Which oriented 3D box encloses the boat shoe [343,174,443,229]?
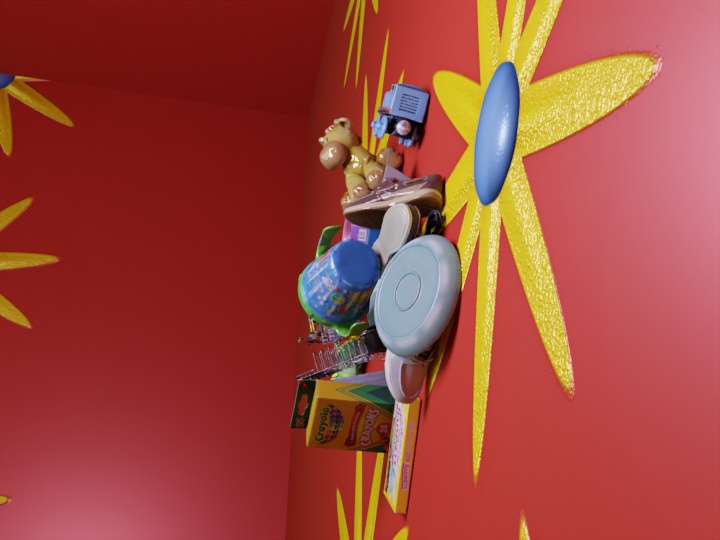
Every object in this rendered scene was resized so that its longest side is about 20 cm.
[{"bbox_3d":[0.059,-0.126,1.565,0.198,0.072,0.073,-13,54,37],"label":"boat shoe"}]

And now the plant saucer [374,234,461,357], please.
[{"bbox_3d":[0.082,0.036,1.416,0.199,0.027,0.203,-31,49,43],"label":"plant saucer"}]

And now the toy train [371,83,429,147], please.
[{"bbox_3d":[0.079,-0.312,1.782,0.200,0.085,0.116,-118,44,-78],"label":"toy train"}]

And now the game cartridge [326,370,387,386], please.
[{"bbox_3d":[-0.006,0.226,1.767,0.200,0.131,0.042,134,131,-77],"label":"game cartridge"}]

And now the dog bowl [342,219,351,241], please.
[{"bbox_3d":[0.002,-0.074,2.110,0.200,0.073,0.204,-174,90,-81],"label":"dog bowl"}]

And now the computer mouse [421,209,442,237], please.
[{"bbox_3d":[0.111,-0.054,1.571,0.200,0.034,0.060,131,137,-65],"label":"computer mouse"}]

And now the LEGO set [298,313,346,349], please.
[{"bbox_3d":[-0.043,0.124,2.033,0.199,0.152,0.118,-28,70,57],"label":"LEGO set"}]

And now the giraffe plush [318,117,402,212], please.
[{"bbox_3d":[-0.017,-0.243,1.922,0.172,0.162,0.201,-41,15,30],"label":"giraffe plush"}]

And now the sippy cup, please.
[{"bbox_3d":[-0.029,0.015,1.582,0.140,0.178,0.130,-45,-2,-34],"label":"sippy cup"}]

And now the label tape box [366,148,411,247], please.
[{"bbox_3d":[0.060,-0.110,1.726,0.145,0.062,0.202,97,-173,-54],"label":"label tape box"}]

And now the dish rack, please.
[{"bbox_3d":[-0.025,0.160,1.683,0.153,0.198,0.055,10,-122,-67],"label":"dish rack"}]

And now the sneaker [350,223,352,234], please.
[{"bbox_3d":[-0.006,-0.053,1.950,0.202,0.070,0.099,-66,-18,2],"label":"sneaker"}]

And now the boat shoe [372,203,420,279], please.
[{"bbox_3d":[0.070,-0.053,1.545,0.202,0.060,0.073,118,140,-57],"label":"boat shoe"}]

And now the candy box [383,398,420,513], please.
[{"bbox_3d":[0.072,0.310,1.567,0.102,0.026,0.203,-151,67,-77],"label":"candy box"}]

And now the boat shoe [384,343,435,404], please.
[{"bbox_3d":[0.087,0.121,1.454,0.071,0.069,0.204,-168,82,-66],"label":"boat shoe"}]

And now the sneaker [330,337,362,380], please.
[{"bbox_3d":[-0.016,0.235,2.081,0.084,0.073,0.202,53,139,40],"label":"sneaker"}]

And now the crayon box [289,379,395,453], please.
[{"bbox_3d":[-0.026,0.271,1.658,0.051,0.197,0.128,-98,17,-55],"label":"crayon box"}]

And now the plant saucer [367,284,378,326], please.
[{"bbox_3d":[0.050,0.019,1.861,0.201,0.038,0.204,-173,90,-81],"label":"plant saucer"}]

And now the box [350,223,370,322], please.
[{"bbox_3d":[0.000,0.000,1.811,0.137,0.038,0.203,-43,-40,-76],"label":"box"}]
